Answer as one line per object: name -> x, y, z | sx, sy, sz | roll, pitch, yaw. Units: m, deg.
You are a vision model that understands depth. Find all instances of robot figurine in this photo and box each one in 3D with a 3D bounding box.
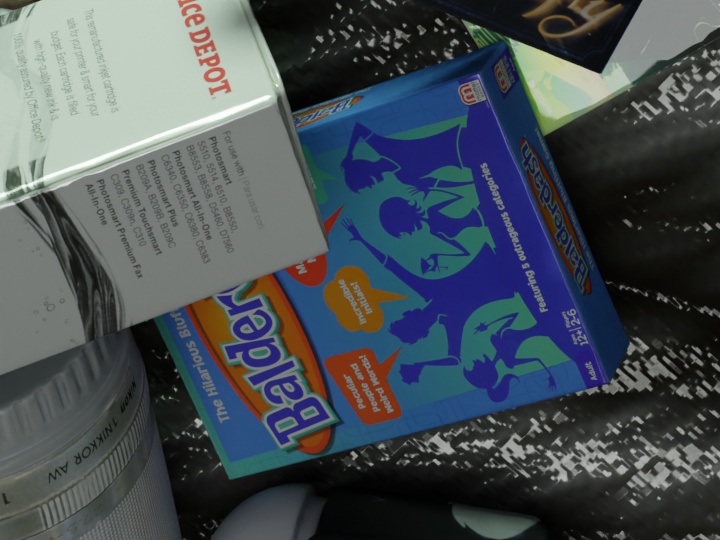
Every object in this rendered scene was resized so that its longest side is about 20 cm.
robot figurine -> 0.020, 0.168, 1.051 | 0.199, 0.125, 0.151 | 8, 112, 6

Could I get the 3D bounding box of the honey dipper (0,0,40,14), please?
honey dipper -> -0.119, -0.186, 0.951 | 0.038, 0.038, 0.200 | 32, 134, -3

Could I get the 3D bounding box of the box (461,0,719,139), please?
box -> 0.122, -0.164, 0.955 | 0.200, 0.036, 0.145 | -29, 103, 20

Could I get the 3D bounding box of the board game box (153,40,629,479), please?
board game box -> 0.000, 0.000, 1.017 | 0.199, 0.045, 0.153 | -17, 107, 27

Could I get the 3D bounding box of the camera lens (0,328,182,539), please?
camera lens -> -0.166, 0.097, 1.016 | 0.159, 0.160, 0.201 | 0, 129, 10

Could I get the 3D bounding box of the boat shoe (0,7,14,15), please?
boat shoe -> -0.211, -0.077, 1.016 | 0.199, 0.066, 0.074 | 5, 147, 8

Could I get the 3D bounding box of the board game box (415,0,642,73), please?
board game box -> 0.039, -0.173, 0.890 | 0.199, 0.035, 0.136 | 18, 115, -22

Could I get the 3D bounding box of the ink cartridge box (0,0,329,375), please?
ink cartridge box -> -0.126, -0.041, 0.929 | 0.199, 0.146, 0.085 | -19, 126, -1
